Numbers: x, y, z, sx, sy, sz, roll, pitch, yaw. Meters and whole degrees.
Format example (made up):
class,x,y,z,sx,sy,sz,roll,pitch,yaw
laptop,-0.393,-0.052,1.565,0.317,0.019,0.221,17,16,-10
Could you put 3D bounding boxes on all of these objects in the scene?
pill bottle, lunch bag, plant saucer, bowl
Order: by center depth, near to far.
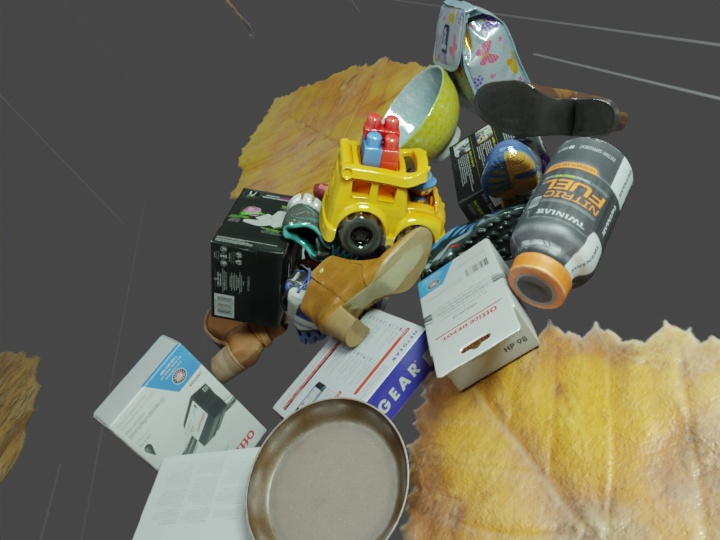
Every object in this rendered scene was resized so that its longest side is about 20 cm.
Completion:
class,x,y,z,sx,sy,sz,roll,pitch,yaw
plant saucer,-0.036,0.242,0.792,0.194,0.032,0.204,-11,51,14
pill bottle,0.244,-0.053,0.840,0.105,0.107,0.202,-6,43,50
lunch bag,0.208,-0.389,1.290,0.125,0.203,0.170,-29,27,2
bowl,0.123,-0.263,1.316,0.200,0.107,0.203,-43,27,28

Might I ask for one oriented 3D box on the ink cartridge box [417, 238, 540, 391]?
class,x,y,z,sx,sy,sz,roll,pitch,yaw
ink cartridge box,0.140,0.061,0.853,0.114,0.067,0.202,-33,26,17

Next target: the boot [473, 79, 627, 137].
class,x,y,z,sx,sy,sz,roll,pitch,yaw
boot,0.261,-0.219,0.956,0.183,0.071,0.199,5,14,22

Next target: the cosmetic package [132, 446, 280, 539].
class,x,y,z,sx,sy,sz,roll,pitch,yaw
cosmetic package,-0.172,0.297,0.873,0.194,0.053,0.152,-9,33,14

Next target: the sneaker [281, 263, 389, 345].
class,x,y,z,sx,sy,sz,roll,pitch,yaw
sneaker,-0.056,0.043,1.102,0.196,0.116,0.082,-21,32,36

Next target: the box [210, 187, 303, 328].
class,x,y,z,sx,sy,sz,roll,pitch,yaw
box,-0.172,-0.026,1.215,0.121,0.152,0.202,10,32,3

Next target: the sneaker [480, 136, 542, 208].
class,x,y,z,sx,sy,sz,roll,pitch,yaw
sneaker,0.199,-0.140,0.929,0.073,0.200,0.091,-4,76,18

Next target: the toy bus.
class,x,y,z,sx,sy,sz,roll,pitch,yaw
toy bus,0.047,-0.131,1.063,0.137,0.194,0.196,-96,17,-57

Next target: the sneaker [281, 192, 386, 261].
class,x,y,z,sx,sy,sz,roll,pitch,yaw
sneaker,-0.045,-0.037,1.134,0.078,0.197,0.092,-60,0,36

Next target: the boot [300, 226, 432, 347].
class,x,y,z,sx,sy,sz,roll,pitch,yaw
boot,0.000,0.001,1.004,0.203,0.071,0.143,-52,40,-4

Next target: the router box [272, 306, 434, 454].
class,x,y,z,sx,sy,sz,roll,pitch,yaw
router box,-0.008,0.149,0.948,0.201,0.049,0.178,-49,26,-13

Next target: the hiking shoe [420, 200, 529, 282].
class,x,y,z,sx,sy,sz,roll,pitch,yaw
hiking shoe,0.164,-0.048,0.979,0.197,0.075,0.088,-29,28,24

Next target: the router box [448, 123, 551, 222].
class,x,y,z,sx,sy,sz,roll,pitch,yaw
router box,0.219,-0.173,1.121,0.147,0.051,0.202,-30,28,21

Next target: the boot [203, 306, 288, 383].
class,x,y,z,sx,sy,sz,roll,pitch,yaw
boot,-0.206,0.093,1.279,0.154,0.077,0.201,-39,28,9

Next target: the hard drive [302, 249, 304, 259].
class,x,y,z,sx,sy,sz,roll,pitch,yaw
hard drive,-0.135,-0.002,1.388,0.130,0.027,0.202,-22,32,35

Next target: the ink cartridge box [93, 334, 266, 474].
class,x,y,z,sx,sy,sz,roll,pitch,yaw
ink cartridge box,-0.252,0.218,1.010,0.083,0.201,0.146,5,50,53

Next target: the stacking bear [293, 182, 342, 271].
class,x,y,z,sx,sy,sz,roll,pitch,yaw
stacking bear,-0.054,-0.040,1.240,0.119,0.114,0.204,0,58,43
